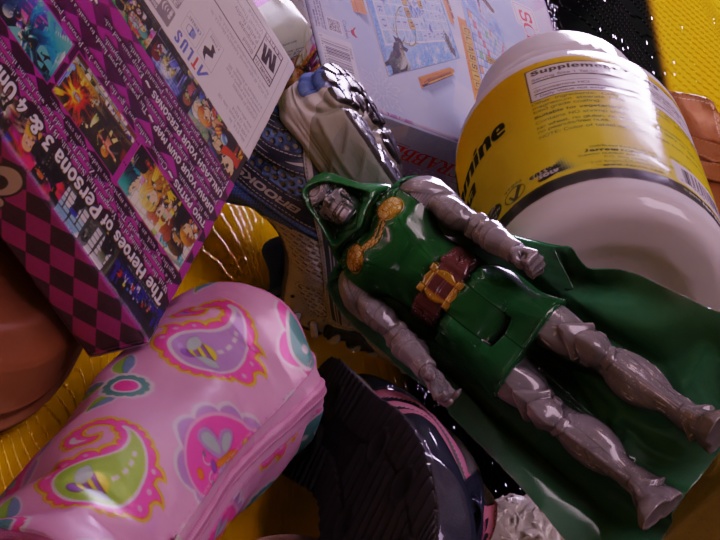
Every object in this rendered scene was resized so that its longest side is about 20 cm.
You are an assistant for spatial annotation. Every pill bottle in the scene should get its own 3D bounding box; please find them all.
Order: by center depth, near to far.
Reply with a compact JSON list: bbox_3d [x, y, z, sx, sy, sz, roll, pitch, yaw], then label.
[{"bbox_3d":[0.101,-0.031,1.010,0.112,0.112,0.200,36,22,-20],"label":"pill bottle"}]

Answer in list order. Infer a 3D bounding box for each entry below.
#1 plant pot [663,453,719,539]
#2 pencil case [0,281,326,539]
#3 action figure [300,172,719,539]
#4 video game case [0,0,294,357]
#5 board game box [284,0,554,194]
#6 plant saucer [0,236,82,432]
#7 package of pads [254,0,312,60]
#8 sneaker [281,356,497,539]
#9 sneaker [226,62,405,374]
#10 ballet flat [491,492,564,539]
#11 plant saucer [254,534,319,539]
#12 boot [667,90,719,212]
[{"bbox_3d":[0.199,0.110,1.020,0.176,0.200,0.200,24,41,-17],"label":"plant pot"},{"bbox_3d":[-0.080,0.081,0.809,0.087,0.087,0.200,47,32,-5],"label":"pencil case"},{"bbox_3d":[0.053,0.021,0.882,0.200,0.118,0.055,36,4,21],"label":"action figure"},{"bbox_3d":[-0.112,-0.100,0.844,0.200,0.036,0.182,57,36,-28],"label":"video game case"},{"bbox_3d":[0.026,-0.131,1.164,0.199,0.041,0.201,17,47,-38],"label":"board game box"},{"bbox_3d":[-0.155,-0.037,0.818,0.200,0.037,0.201,31,51,-50],"label":"plant saucer"},{"bbox_3d":[-0.132,-0.152,0.985,0.200,0.068,0.154,53,33,5],"label":"package of pads"},{"bbox_3d":[0.027,0.091,0.861,0.082,0.070,0.200,28,10,-18],"label":"sneaker"},{"bbox_3d":[0.000,0.000,0.994,0.200,0.085,0.077,57,13,-31],"label":"sneaker"},{"bbox_3d":[0.095,0.178,0.920,0.072,0.072,0.201,3,57,-47],"label":"ballet flat"},{"bbox_3d":[0.001,0.193,0.825,0.200,0.037,0.201,39,30,-27],"label":"plant saucer"},{"bbox_3d":[0.166,-0.025,1.161,0.200,0.077,0.156,11,67,-50],"label":"boot"}]
